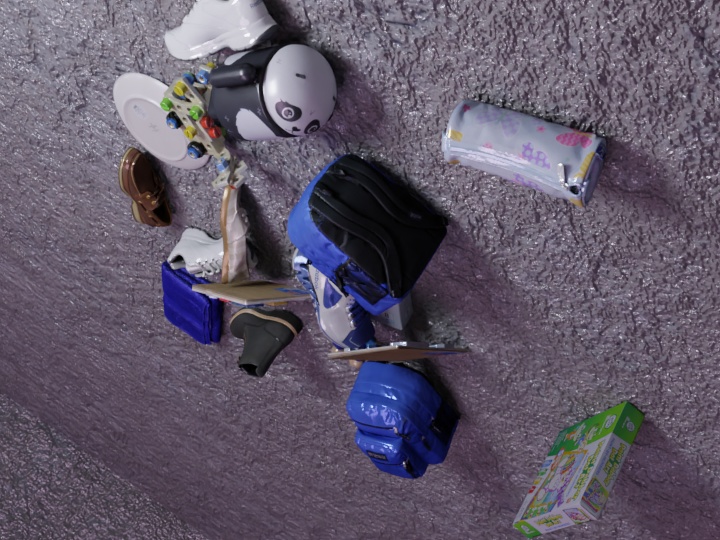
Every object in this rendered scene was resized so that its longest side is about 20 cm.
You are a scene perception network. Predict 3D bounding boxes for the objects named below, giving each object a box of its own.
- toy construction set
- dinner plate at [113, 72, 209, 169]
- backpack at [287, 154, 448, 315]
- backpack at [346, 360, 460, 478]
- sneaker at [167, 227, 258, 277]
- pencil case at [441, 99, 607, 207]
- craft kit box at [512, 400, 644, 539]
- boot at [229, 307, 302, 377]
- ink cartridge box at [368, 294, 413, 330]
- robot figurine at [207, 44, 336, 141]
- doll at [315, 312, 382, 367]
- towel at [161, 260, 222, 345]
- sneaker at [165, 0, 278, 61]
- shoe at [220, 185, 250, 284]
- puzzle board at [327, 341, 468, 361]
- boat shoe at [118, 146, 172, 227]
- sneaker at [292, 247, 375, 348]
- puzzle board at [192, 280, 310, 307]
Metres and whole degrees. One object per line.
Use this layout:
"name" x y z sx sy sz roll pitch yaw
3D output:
"toy construction set" -0.237 -0.223 1.519 0.130 0.092 0.202 4 125 40
"dinner plate" -0.339 -0.243 1.643 0.198 0.024 0.202 25 145 18
"backpack" -0.009 -0.050 1.431 0.199 0.163 0.168 40 147 -10
"backpack" 0.070 0.267 1.773 0.160 0.169 0.201 1 142 32
"sneaker" -0.271 -0.020 1.805 0.198 0.087 0.075 5 136 37
"pencil case" 0.200 -0.143 1.197 0.198 0.091 0.084 22 146 22
"craft kit box" 0.345 0.319 1.553 0.048 0.201 0.197 40 147 -6
"boot" -0.221 0.145 1.921 0.199 0.139 0.078 -8 129 49
"ink cartridge box" 0.000 0.000 1.610 0.158 0.047 0.201 20 147 25
"robot figurine" -0.124 -0.240 1.343 0.198 0.150 0.126 2 119 42
"doll" -0.023 0.113 1.742 0.135 0.049 0.201 25 160 16
"towel" -0.356 0.073 2.040 0.146 0.050 0.201 29 147 9
"sneaker" -0.197 -0.343 1.337 0.198 0.075 0.088 -4 118 38
"shoe" -0.213 -0.067 1.691 0.052 0.070 0.203 4 122 -3
"puzzle board" 0.064 0.134 1.626 0.149 0.018 0.199 -12 168 39
"boat shoe" -0.383 -0.148 1.768 0.067 0.073 0.201 20 151 14
"sneaker" -0.022 0.042 1.575 0.114 0.081 0.201 -1 128 45
"puzzle board" -0.187 0.041 1.727 0.199 0.149 0.018 11 102 53
